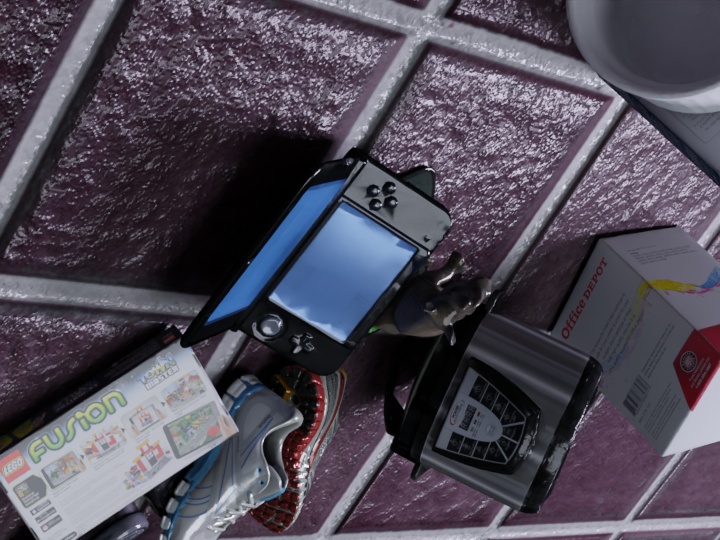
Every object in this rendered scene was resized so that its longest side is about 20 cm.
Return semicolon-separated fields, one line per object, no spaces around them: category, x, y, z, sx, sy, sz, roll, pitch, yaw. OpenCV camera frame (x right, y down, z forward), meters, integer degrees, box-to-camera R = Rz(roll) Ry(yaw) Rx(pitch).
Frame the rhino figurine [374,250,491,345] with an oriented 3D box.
rhino figurine;0.064;0.028;1.456;0.087;0.200;0.060;-37;105;-15

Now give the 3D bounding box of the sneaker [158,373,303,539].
sneaker;-0.117;0.202;1.484;0.202;0.086;0.075;-65;159;1

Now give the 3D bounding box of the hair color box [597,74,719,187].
hair color box;0.300;-0.166;1.437;0.100;0.200;0.060;-43;146;5

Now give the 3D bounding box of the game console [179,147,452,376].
game console;-0.034;0.007;1.369;0.175;0.117;0.200;32;110;-22

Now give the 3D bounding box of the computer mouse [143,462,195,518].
computer mouse;-0.186;0.227;1.526;0.141;0.046;0.200;-58;156;-13

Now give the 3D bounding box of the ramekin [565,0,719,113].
ramekin;0.283;-0.231;1.361;0.201;0.201;0.098;-48;152;11

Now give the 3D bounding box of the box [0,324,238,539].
box;-0.216;0.148;1.396;0.199;0.035;0.111;-32;115;-11

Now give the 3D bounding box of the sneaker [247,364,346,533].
sneaker;-0.059;0.173;1.567;0.082;0.078;0.201;-24;143;-53

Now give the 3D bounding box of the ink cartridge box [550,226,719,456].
ink cartridge box;0.335;0.071;1.732;0.144;0.200;0.146;-9;136;-40

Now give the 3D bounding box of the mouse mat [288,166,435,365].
mouse mat;0.000;0.000;1.506;0.160;0.008;0.201;-24;143;-22

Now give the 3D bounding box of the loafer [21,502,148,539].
loafer;-0.283;0.260;1.483;0.199;0.063;0.072;-35;168;18

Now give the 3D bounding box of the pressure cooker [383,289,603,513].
pressure cooker;0.124;0.131;1.605;0.176;0.199;0.179;-57;168;-35
